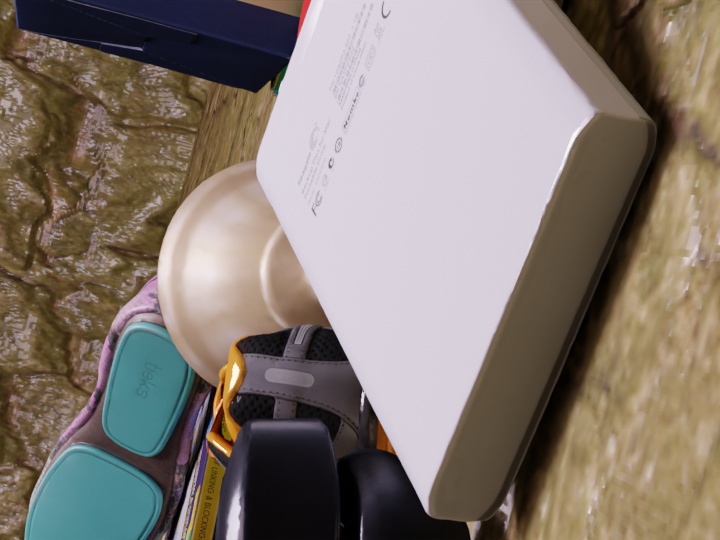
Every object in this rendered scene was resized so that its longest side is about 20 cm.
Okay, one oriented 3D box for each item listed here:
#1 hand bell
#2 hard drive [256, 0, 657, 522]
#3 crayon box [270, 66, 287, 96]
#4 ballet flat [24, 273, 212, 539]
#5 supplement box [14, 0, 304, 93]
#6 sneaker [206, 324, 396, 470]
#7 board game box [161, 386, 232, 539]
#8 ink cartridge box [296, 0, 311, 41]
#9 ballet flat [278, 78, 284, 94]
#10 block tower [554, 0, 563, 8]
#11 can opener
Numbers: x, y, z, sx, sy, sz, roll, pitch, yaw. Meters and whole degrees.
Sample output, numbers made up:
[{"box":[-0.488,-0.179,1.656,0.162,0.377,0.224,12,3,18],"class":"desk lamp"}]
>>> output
[{"box":[0.000,0.000,0.917,0.200,0.104,0.104,-7,68,68],"class":"hand bell"},{"box":[0.020,-0.036,0.727,0.200,0.026,0.132,-119,44,-54],"class":"hard drive"},{"box":[0.011,-0.187,1.187,0.200,0.058,0.119,113,168,-49],"class":"crayon box"},{"box":[-0.105,0.075,1.137,0.071,0.069,0.200,-55,-8,-51],"class":"ballet flat"},{"box":[-0.081,-0.207,1.156,0.200,0.134,0.200,-179,104,-82],"class":"supplement box"},{"box":[-0.023,0.060,0.899,0.200,0.077,0.079,121,161,-69],"class":"sneaker"},{"box":[-0.065,0.138,1.133,0.165,0.057,0.200,112,170,-53],"class":"board game box"},{"box":[0.031,-0.189,1.008,0.116,0.067,0.201,161,124,-82],"class":"ink cartridge box"},{"box":[0.008,-0.067,0.972,0.200,0.072,0.072,166,118,-82],"class":"ballet flat"},{"box":[0.045,-0.114,0.819,0.058,0.054,0.201,-106,31,-77],"class":"block tower"},{"box":[-0.003,0.140,0.678,0.063,0.078,0.201,108,161,-64],"class":"can opener"}]
